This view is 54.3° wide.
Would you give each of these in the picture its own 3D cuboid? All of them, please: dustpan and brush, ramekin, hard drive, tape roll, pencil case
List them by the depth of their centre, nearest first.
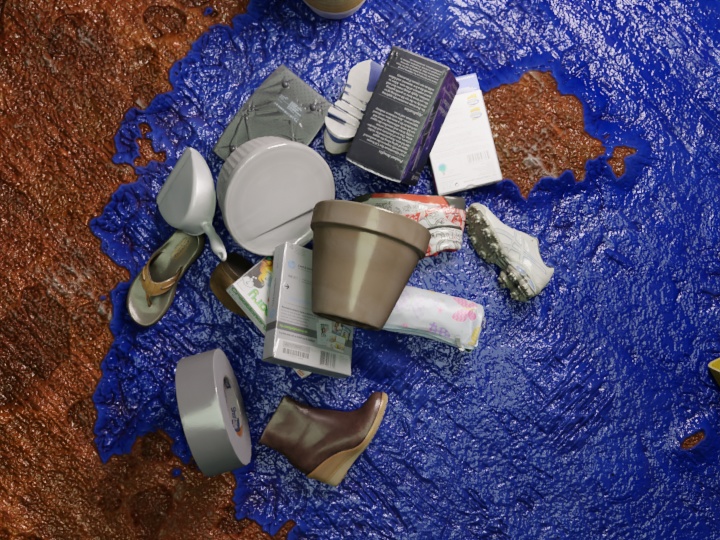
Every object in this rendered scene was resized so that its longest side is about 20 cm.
[{"bbox_3d":[-0.242,0.234,1.167,0.066,0.200,0.201,-17,89,-2],"label":"tape roll"},{"bbox_3d":[-0.151,-0.133,1.191,0.202,0.094,0.203,-16,125,-24],"label":"ramekin"},{"bbox_3d":[-0.278,-0.094,1.200,0.140,0.057,0.200,-49,50,30],"label":"dustpan and brush"},{"bbox_3d":[0.116,0.081,1.236,0.200,0.083,0.091,15,74,0],"label":"pencil case"},{"bbox_3d":[-0.154,-0.251,1.257,0.135,0.042,0.200,39,89,0],"label":"hard drive"}]

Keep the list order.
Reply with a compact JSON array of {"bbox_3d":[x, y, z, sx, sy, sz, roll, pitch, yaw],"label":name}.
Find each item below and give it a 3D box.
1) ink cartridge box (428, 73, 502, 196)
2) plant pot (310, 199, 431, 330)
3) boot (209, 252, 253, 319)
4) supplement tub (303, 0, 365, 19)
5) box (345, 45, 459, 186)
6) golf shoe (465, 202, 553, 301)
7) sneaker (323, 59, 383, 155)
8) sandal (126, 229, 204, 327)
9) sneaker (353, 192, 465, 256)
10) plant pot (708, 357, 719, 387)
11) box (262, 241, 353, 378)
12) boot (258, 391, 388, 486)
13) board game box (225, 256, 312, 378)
[{"bbox_3d":[0.173,-0.243,1.265,0.119,0.042,0.200,-13,92,0],"label":"ink cartridge box"},{"bbox_3d":[0.000,0.000,1.138,0.200,0.200,0.174,14,80,-1],"label":"plant pot"},{"bbox_3d":[-0.185,0.063,1.251,0.200,0.074,0.075,47,118,-4],"label":"boot"},{"bbox_3d":[-0.045,-0.521,1.186,0.144,0.200,0.145,0,89,-1],"label":"supplement tub"},{"bbox_3d":[0.074,-0.252,1.182,0.104,0.148,0.200,25,101,12],"label":"box"},{"bbox_3d":[0.267,-0.046,1.259,0.097,0.078,0.200,-35,93,-22],"label":"golf shoe"},{"bbox_3d":[-0.017,-0.275,1.245,0.080,0.115,0.200,33,59,-2],"label":"sneaker"},{"bbox_3d":[-0.347,0.007,1.242,0.082,0.055,0.200,37,88,0],"label":"sandal"},{"bbox_3d":[0.086,-0.079,1.246,0.201,0.067,0.108,2,89,-2],"label":"sneaker"},{"bbox_3d":[0.764,0.223,1.202,0.200,0.200,0.177,-25,101,-2],"label":"plant pot"},{"bbox_3d":[-0.081,0.068,1.183,0.156,0.041,0.200,18,65,-34],"label":"box"},{"bbox_3d":[-0.064,0.265,1.233,0.166,0.072,0.200,34,92,-2],"label":"boot"},{"bbox_3d":[-0.121,0.070,1.214,0.200,0.035,0.126,50,50,-6],"label":"board game box"}]
